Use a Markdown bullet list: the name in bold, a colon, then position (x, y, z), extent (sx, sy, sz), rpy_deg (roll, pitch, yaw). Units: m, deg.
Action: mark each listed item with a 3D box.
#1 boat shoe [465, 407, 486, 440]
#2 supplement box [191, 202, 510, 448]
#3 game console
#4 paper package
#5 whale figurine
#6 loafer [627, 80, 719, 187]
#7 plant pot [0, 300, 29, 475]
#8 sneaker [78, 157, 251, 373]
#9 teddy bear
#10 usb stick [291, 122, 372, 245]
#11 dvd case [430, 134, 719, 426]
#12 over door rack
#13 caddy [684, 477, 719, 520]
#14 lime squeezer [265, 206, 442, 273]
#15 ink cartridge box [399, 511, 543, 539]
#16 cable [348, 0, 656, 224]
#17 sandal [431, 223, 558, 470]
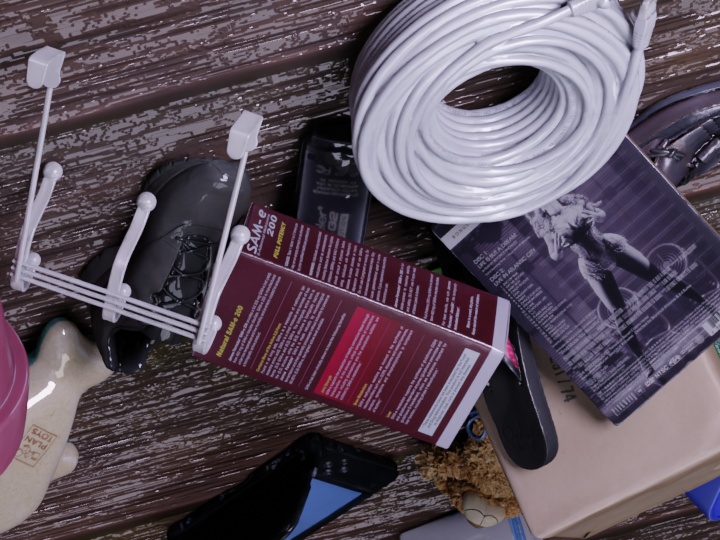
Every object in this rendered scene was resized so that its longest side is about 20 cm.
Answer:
- **boat shoe**: position (0.123, 0.092, 1.597), extent (0.199, 0.069, 0.084), rpy_deg (-12, 147, -3)
- **supplement box**: position (-0.007, 0.041, 1.359), extent (0.199, 0.061, 0.109), rpy_deg (21, 129, -8)
- **game console**: position (-0.078, 0.242, 1.703), extent (0.200, 0.117, 0.176), rpy_deg (-35, 141, 30)
- **paper package**: position (0.186, 0.083, 1.476), extent (0.190, 0.201, 0.103), rpy_deg (-29, 160, 19)
- **whale figurine**: position (-0.278, 0.110, 1.474), extent (0.200, 0.104, 0.159), rpy_deg (-49, 138, 6)
- **loafer**: position (0.205, -0.070, 1.392), extent (0.199, 0.063, 0.072), rpy_deg (-24, 144, 15)
- **plant pot**: position (-0.315, 0.035, 1.257), extent (0.199, 0.200, 0.179), rpy_deg (-3, 130, -17)
- **sneaker**: position (-0.130, -0.001, 1.347), extent (0.076, 0.091, 0.200), rpy_deg (10, 139, -29)
- **teddy bear**: position (0.127, 0.170, 1.715), extent (0.145, 0.067, 0.200), rpy_deg (10, 141, -30)
- **usb stick**: position (-0.024, -0.020, 1.373), extent (0.055, 0.033, 0.200), rpy_deg (7, 132, -3)
- **dvd case**: position (0.171, -0.008, 1.370), extent (0.149, 0.016, 0.200), rpy_deg (-42, 99, 12)
- **over door rack**: position (-0.144, -0.049, 1.247), extent (0.147, 0.067, 0.200), rpy_deg (18, 131, 4)
- **caddy**: position (0.330, 0.128, 1.702), extent (0.141, 0.105, 0.200), rpy_deg (-27, 151, -22)
- **lime squeezer**: position (0.000, 0.000, 1.444), extent (0.199, 0.038, 0.071), rpy_deg (10, 140, -31)
- **ink cartridge box**: position (0.131, 0.306, 1.921), extent (0.115, 0.068, 0.200), rpy_deg (-22, 146, 12)
- **cable**: position (0.087, -0.117, 1.256), extent (0.199, 0.069, 0.200), rpy_deg (-11, 141, -8)
- **sandal**: position (0.091, 0.053, 1.414), extent (0.045, 0.201, 0.075), rpy_deg (-15, 174, -30)
